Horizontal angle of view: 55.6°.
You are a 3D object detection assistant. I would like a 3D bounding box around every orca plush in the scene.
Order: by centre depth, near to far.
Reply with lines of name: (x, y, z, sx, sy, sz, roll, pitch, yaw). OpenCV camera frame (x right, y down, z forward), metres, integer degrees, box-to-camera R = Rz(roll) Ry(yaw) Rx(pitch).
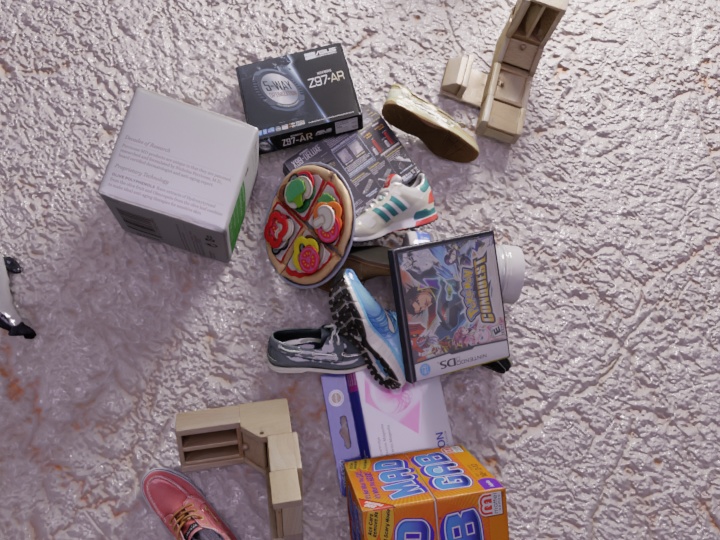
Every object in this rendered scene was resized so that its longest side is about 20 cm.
orca plush: (-0.584, 0.034, 1.076, 0.201, 0.071, 0.105, 48, 31, 0)

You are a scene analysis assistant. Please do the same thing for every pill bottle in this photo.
pill bottle: (0.167, -0.001, 1.143, 0.193, 0.114, 0.118, 4, 77, -7)

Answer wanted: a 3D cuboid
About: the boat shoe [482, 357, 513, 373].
boat shoe: (0.161, 0.128, 1.122, 0.197, 0.074, 0.067, 35, 65, -14)

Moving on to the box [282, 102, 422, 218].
box: (-0.014, -0.171, 1.189, 0.198, 0.050, 0.159, -37, 84, -14)

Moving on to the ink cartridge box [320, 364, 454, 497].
ink cartridge box: (0.047, 0.248, 1.110, 0.194, 0.043, 0.202, -10, 80, -11)

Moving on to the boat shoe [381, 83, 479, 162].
boat shoe: (0.131, -0.261, 1.208, 0.197, 0.073, 0.064, 29, 59, -19)

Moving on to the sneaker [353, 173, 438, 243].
sneaker: (0.037, -0.107, 1.132, 0.195, 0.070, 0.096, -16, 101, -23)

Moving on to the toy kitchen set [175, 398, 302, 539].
toy kitchen set: (-0.175, 0.330, 1.006, 0.175, 0.201, 0.167, -5, 120, -10)

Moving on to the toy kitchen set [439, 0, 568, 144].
toy kitchen set: (0.242, -0.372, 1.200, 0.159, 0.181, 0.205, 17, 72, -2)

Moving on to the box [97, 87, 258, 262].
box: (-0.274, -0.140, 1.072, 0.194, 0.199, 0.176, 16, 75, -5)

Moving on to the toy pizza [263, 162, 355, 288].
toy pizza: (-0.090, -0.074, 1.105, 0.196, 0.031, 0.207, -4, 83, 37)

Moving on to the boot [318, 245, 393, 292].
boot: (0.000, 0.000, 1.109, 0.195, 0.073, 0.078, 8, 106, 32)

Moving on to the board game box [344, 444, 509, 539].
board game box: (0.091, 0.392, 0.980, 0.193, 0.200, 0.207, -6, 93, -9)

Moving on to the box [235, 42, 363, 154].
box: (-0.106, -0.298, 1.181, 0.194, 0.044, 0.164, -13, 66, -4)

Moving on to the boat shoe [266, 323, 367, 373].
boat shoe: (-0.055, 0.121, 1.100, 0.193, 0.074, 0.063, -4, 123, -6)

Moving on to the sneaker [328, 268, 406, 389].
sneaker: (0.024, 0.083, 1.080, 0.089, 0.078, 0.203, -35, 97, -35)

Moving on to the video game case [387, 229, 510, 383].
video game case: (0.139, 0.053, 1.054, 0.176, 0.025, 0.207, -11, 96, -19)

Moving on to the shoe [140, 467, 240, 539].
shoe: (-0.253, 0.372, 1.017, 0.199, 0.091, 0.072, 43, 76, 3)
